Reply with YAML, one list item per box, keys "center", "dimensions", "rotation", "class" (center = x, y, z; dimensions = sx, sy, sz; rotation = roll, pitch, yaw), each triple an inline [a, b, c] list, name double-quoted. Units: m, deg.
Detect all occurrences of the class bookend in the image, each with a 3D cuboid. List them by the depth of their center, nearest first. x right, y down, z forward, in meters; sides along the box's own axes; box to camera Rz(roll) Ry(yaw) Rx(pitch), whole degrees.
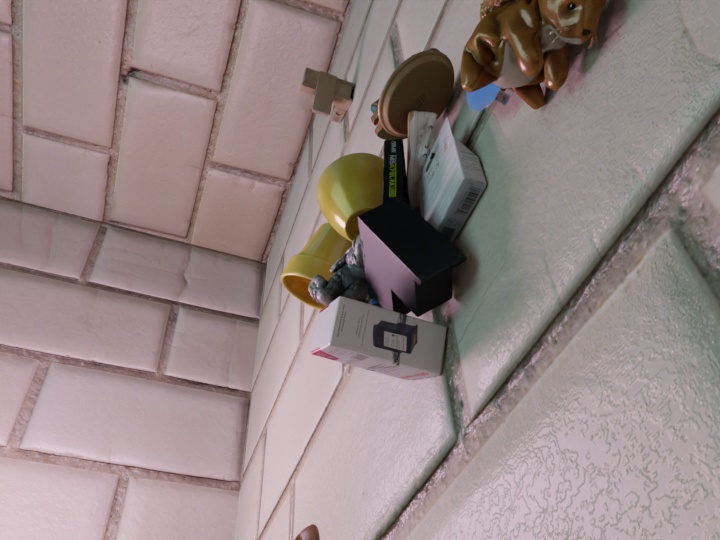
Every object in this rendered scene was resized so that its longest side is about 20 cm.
- center: [0.090, 0.013, 1.116]
  dimensions: [0.200, 0.091, 0.201]
  rotation: [48, 155, 42]
  class: "bookend"

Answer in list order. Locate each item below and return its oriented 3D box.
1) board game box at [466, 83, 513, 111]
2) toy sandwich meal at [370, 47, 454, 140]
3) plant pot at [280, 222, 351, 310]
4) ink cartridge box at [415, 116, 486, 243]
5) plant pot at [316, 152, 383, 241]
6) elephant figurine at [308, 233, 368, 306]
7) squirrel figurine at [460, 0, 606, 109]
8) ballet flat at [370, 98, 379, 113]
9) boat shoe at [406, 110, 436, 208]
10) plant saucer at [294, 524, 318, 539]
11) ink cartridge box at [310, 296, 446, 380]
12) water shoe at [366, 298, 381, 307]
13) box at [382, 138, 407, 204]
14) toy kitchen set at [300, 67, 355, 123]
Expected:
- center: [0.241, -0.347, 1.029]
  dimensions: [0.202, 0.038, 0.159]
  rotation: [-62, 18, 23]
  class: "board game box"
- center: [0.102, -0.356, 1.284]
  dimensions: [0.071, 0.202, 0.207]
  rotation: [51, 133, 34]
  class: "toy sandwich meal"
- center: [-0.088, -0.014, 1.714]
  dimensions: [0.191, 0.199, 0.201]
  rotation: [-65, 9, -24]
  class: "plant pot"
- center: [0.158, -0.155, 1.155]
  dimensions: [0.202, 0.056, 0.164]
  rotation: [-87, 17, -49]
  class: "ink cartridge box"
- center: [0.003, -0.145, 1.460]
  dimensions: [0.143, 0.196, 0.202]
  rotation: [-104, 30, -48]
  class: "plant pot"
- center: [0.000, 0.000, 1.287]
  dimensions: [0.202, 0.141, 0.155]
  rotation: [-58, 25, -9]
  class: "elephant figurine"
- center: [0.239, -0.344, 0.846]
  dimensions: [0.186, 0.139, 0.204]
  rotation: [144, 134, -58]
  class: "squirrel figurine"
- center: [0.078, -0.438, 1.695]
  dimensions: [0.200, 0.069, 0.072]
  rotation: [-129, 55, -73]
  class: "ballet flat"
- center: [0.128, -0.219, 1.284]
  dimensions: [0.071, 0.068, 0.203]
  rotation: [-82, -9, -59]
  class: "boat shoe"
- center: [-0.145, 0.719, 1.538]
  dimensions: [0.200, 0.036, 0.204]
  rotation: [-167, 90, -75]
  class: "plant saucer"
- center: [0.029, 0.121, 1.092]
  dimensions: [0.145, 0.197, 0.086]
  rotation: [144, 141, -68]
  class: "ink cartridge box"
- center: [0.021, 0.100, 1.379]
  dimensions: [0.201, 0.078, 0.072]
  rotation: [-101, 29, -58]
  class: "water shoe"
- center: [0.074, -0.125, 1.288]
  dimensions: [0.202, 0.047, 0.196]
  rotation: [78, -171, -51]
  class: "box"
- center: [-0.148, -0.633, 2.438]
  dimensions: [0.180, 0.197, 0.166]
  rotation: [141, 141, -67]
  class: "toy kitchen set"
